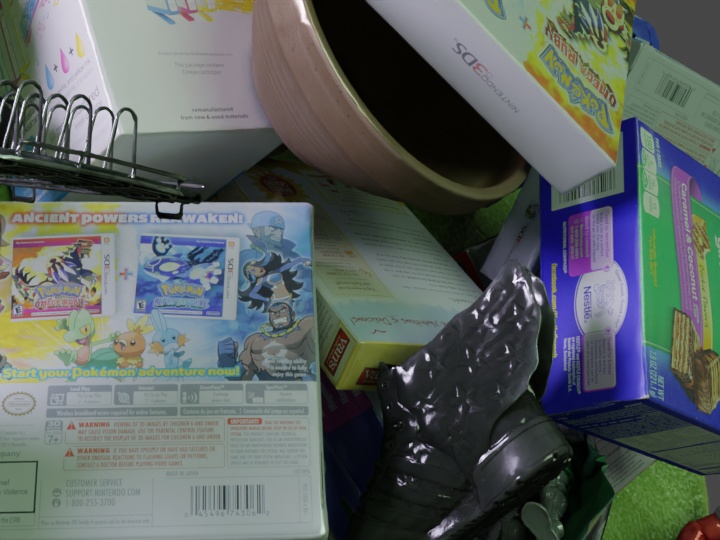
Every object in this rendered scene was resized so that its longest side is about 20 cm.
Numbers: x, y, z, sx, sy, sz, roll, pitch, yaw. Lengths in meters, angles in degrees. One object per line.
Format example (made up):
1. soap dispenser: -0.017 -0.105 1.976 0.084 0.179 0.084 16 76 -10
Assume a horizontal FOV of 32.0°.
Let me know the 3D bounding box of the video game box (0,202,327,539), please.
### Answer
1. video game box: -0.119 0.053 0.637 0.197 0.047 0.185 0 64 -6

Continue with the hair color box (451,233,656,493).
1. hair color box: 0.130 0.072 0.914 0.101 0.061 0.202 -22 85 -46

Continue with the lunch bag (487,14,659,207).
1. lunch bag: 0.085 -0.133 0.880 0.168 0.199 0.126 9 63 -38

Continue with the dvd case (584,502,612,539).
1. dvd case: 0.092 0.244 0.755 0.016 0.150 0.200 24 39 23

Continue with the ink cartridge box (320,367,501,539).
1. ink cartridge box: 0.039 0.125 0.778 0.198 0.043 0.200 59 24 -4

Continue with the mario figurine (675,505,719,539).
1. mario figurine: 0.258 0.241 0.913 0.199 0.105 0.125 -17 82 -46

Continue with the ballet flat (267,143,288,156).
1. ballet flat: -0.091 -0.162 0.834 0.201 0.068 0.072 59 20 13

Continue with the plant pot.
1. plant pot: 0.005 -0.115 0.701 0.200 0.092 0.203 28 48 -37

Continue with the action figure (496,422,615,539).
1. action figure: 0.109 0.128 0.764 0.055 0.118 0.200 47 18 -1

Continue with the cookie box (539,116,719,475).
1. cookie box: 0.196 0.024 0.786 0.199 0.075 0.174 23 63 -45

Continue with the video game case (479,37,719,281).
1. video game case: 0.196 -0.052 0.881 0.198 0.045 0.183 15 104 -43

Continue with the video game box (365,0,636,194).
1. video game box: 0.077 -0.172 0.704 0.200 0.047 0.184 40 47 -25

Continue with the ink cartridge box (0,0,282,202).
1. ink cartridge box: -0.145 -0.145 0.734 0.124 0.128 0.202 -9 74 -43

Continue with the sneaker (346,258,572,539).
1. sneaker: 0.035 0.093 0.671 0.105 0.199 0.060 57 15 23

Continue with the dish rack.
1. dish rack: -0.171 -0.062 0.553 0.152 0.198 0.055 7 91 -51

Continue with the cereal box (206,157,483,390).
1. cereal box: 0.000 0.000 0.782 0.143 0.040 0.200 7 32 -39

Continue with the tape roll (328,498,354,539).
1. tape roll: -0.076 0.164 0.698 0.199 0.048 0.203 20 57 -33
